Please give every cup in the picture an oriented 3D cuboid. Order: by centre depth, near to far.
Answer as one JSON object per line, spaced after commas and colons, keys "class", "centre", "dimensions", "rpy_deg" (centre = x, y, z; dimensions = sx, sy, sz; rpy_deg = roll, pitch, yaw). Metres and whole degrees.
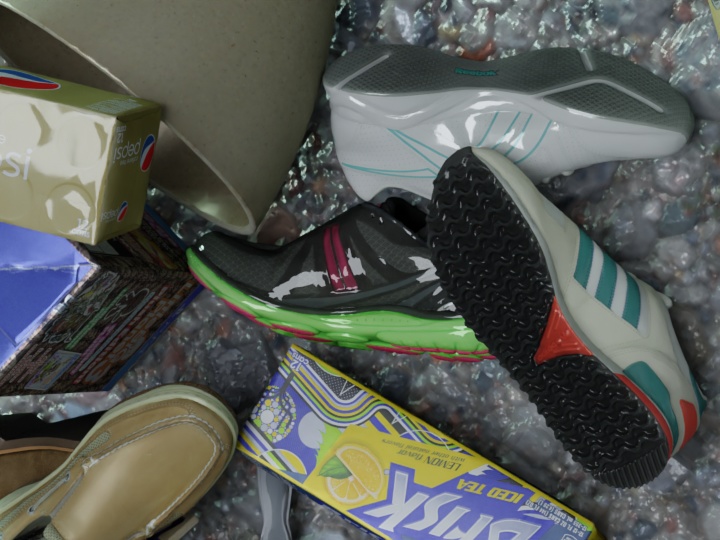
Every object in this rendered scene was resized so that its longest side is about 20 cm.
{"class": "cup", "centre": [-0.094, -0.138, 1.488], "dimensions": [0.200, 0.200, 0.143], "rpy_deg": [35, 79, 15]}

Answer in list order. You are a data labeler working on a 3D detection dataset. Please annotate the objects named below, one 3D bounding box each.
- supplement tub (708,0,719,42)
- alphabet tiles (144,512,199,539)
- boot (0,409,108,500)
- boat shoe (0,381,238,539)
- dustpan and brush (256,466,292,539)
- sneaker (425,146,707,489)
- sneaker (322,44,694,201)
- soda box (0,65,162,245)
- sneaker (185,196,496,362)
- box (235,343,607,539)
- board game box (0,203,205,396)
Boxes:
{"class": "supplement tub", "centre": [0.254, -0.111, 1.359], "dimensions": [0.144, 0.145, 0.201], "rpy_deg": [-16, 90, 23]}
{"class": "alphabet tiles", "centre": [-0.182, 0.197, 1.542], "dimensions": [0.200, 0.166, 0.006], "rpy_deg": [-41, 110, -16]}
{"class": "boot", "centre": [-0.164, 0.122, 1.596], "dimensions": [0.199, 0.074, 0.076], "rpy_deg": [-6, 96, 32]}
{"class": "boat shoe", "centre": [-0.146, 0.136, 1.510], "dimensions": [0.072, 0.076, 0.200], "rpy_deg": [44, 123, -11]}
{"class": "dustpan and brush", "centre": [-0.049, 0.189, 1.551], "dimensions": [0.139, 0.057, 0.201], "rpy_deg": [1, 61, -10]}
{"class": "sneaker", "centre": [0.114, 0.017, 1.458], "dimensions": [0.070, 0.093, 0.200], "rpy_deg": [-38, 85, 36]}
{"class": "sneaker", "centre": [0.081, -0.074, 1.478], "dimensions": [0.199, 0.071, 0.081], "rpy_deg": [4, 122, 11]}
{"class": "soda box", "centre": [-0.206, -0.070, 1.377], "dimensions": [0.199, 0.064, 0.068], "rpy_deg": [14, 103, 15]}
{"class": "sneaker", "centre": [0.000, 0.000, 1.522], "dimensions": [0.199, 0.077, 0.084], "rpy_deg": [8, 81, 18]}
{"class": "box", "centre": [0.033, 0.122, 1.508], "dimensions": [0.200, 0.064, 0.070], "rpy_deg": [30, 85, 16]}
{"class": "board game box", "centre": [-0.193, -0.020, 1.513], "dimensions": [0.159, 0.200, 0.097], "rpy_deg": [45, 99, 12]}
